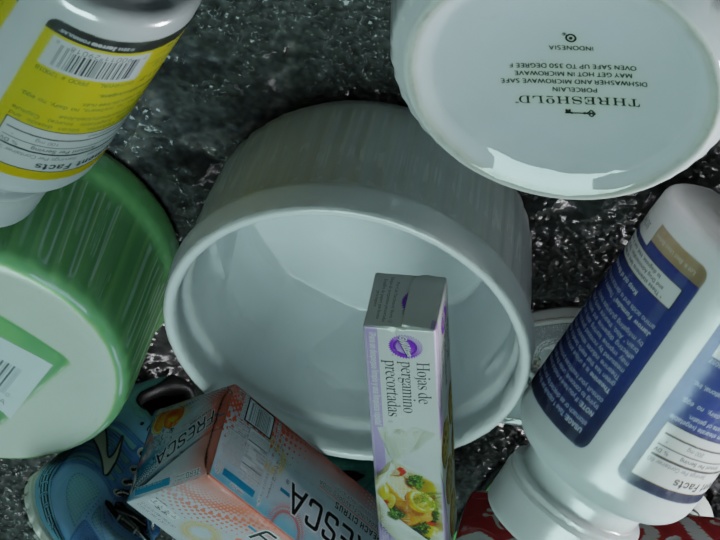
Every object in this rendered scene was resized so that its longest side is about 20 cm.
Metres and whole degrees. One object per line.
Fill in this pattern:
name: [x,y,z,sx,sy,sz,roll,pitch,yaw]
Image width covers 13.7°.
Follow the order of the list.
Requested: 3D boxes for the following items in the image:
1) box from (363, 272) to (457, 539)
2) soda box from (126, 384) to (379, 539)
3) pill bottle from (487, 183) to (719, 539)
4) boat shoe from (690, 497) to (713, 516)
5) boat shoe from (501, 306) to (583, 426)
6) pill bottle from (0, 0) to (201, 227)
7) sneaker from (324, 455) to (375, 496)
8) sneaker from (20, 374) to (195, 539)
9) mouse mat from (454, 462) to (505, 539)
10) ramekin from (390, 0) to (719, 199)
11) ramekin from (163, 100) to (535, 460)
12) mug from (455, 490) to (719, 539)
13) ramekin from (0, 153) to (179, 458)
box: [0.028,0.084,1.593,0.039,0.042,0.200,5,136,8]
soda box: [-0.035,0.147,1.667,0.068,0.064,0.200,-20,131,39]
pill bottle: [0.155,0.063,1.587,0.111,0.111,0.200,28,109,-16]
boat shoe: [0.199,0.215,1.818,0.070,0.064,0.200,-8,134,21]
boat shoe: [0.147,0.069,1.683,0.201,0.065,0.075,4,137,11]
pill bottle: [-0.166,-0.110,1.538,0.111,0.112,0.200,26,136,-13]
sneaker: [-0.051,0.173,1.804,0.199,0.121,0.084,-28,129,1]
sneaker: [-0.135,0.117,1.722,0.090,0.200,0.078,-28,116,17]
mouse mat: [0.122,0.199,1.872,0.160,0.008,0.200,22,138,-10]
ramekin: [0.105,-0.123,1.467,0.201,0.094,0.203,7,137,7]
ramekin: [0.000,0.000,1.618,0.199,0.105,0.201,7,137,6]
mug: [0.150,0.212,1.695,0.199,0.134,0.178,9,121,9]
ramekin: [-0.208,0.016,1.692,0.199,0.098,0.200,7,137,7]
